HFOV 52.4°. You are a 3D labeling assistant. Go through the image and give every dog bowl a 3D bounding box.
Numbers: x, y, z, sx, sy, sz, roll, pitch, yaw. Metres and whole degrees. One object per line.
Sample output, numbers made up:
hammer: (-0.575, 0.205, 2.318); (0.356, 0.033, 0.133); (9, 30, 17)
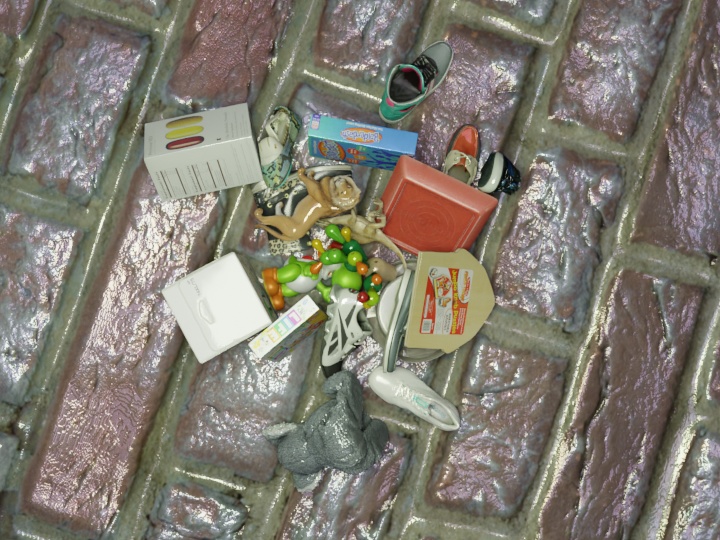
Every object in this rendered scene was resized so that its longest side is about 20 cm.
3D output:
dog bowl: (0.103, 0.078, 1.434); (0.199, 0.059, 0.201); (0, 88, -2)

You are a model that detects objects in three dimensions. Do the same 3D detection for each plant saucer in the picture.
plant saucer: (0.128, -0.095, 1.386); (0.199, 0.200, 0.037); (26, 44, -1)

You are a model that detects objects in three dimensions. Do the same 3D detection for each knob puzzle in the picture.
knob puzzle: (0.171, 0.056, 1.377); (0.219, 0.030, 0.221); (-7, 102, -32)

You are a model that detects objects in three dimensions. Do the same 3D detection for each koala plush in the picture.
koala plush: (-0.076, 0.320, 1.372); (0.199, 0.184, 0.178); (-24, 105, 18)

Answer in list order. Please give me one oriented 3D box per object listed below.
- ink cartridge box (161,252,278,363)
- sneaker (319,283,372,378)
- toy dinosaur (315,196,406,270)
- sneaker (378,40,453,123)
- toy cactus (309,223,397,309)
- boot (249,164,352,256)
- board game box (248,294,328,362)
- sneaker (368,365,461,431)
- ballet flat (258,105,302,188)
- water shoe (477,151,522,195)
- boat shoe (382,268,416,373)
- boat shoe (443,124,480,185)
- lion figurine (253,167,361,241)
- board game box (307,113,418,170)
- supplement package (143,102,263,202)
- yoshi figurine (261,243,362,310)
ink cartridge box: (-0.250, 0.067, 1.350); (0.146, 0.200, 0.147); (-28, 90, -3)
sneaker: (-0.024, 0.128, 1.384); (0.088, 0.074, 0.201); (14, 119, 10)
toy dinosaur: (0.017, -0.083, 1.391); (0.199, 0.058, 0.101); (24, 132, -1)
sneaker: (0.112, -0.380, 1.420); (0.084, 0.121, 0.200); (40, 87, 0)
toy cactus: (0.000, 0.000, 1.338); (0.200, 0.165, 0.103); (47, 113, 41)
boot: (-0.102, -0.120, 1.430); (0.203, 0.073, 0.155); (-13, 92, -1)
board game box: (-0.126, 0.111, 1.352); (0.134, 0.200, 0.034); (-40, 81, -3)
sneaker: (0.109, 0.246, 1.413); (0.199, 0.088, 0.075); (29, 88, -1)
ballet flat: (-0.161, -0.239, 1.386); (0.074, 0.074, 0.201); (8, 47, -2)
water shoe: (0.272, -0.180, 1.381); (0.079, 0.200, 0.072); (29, 112, 1)
boat shoe: (0.086, 0.098, 1.368); (0.061, 0.073, 0.201); (15, 81, -1)
boat shoe: (0.194, -0.197, 1.446); (0.071, 0.063, 0.201); (18, 86, 1)
lion figurine: (-0.098, -0.110, 1.344); (0.200, 0.072, 0.123); (-45, 70, 10)
board game box: (0.001, -0.239, 1.394); (0.199, 0.152, 0.045); (10, 84, -1)
supplement package: (-0.295, -0.223, 1.384); (0.199, 0.110, 0.114); (-13, 48, -3)
yoshi figurine: (-0.081, 0.022, 1.412); (0.199, 0.112, 0.112); (-19, 105, -5)
